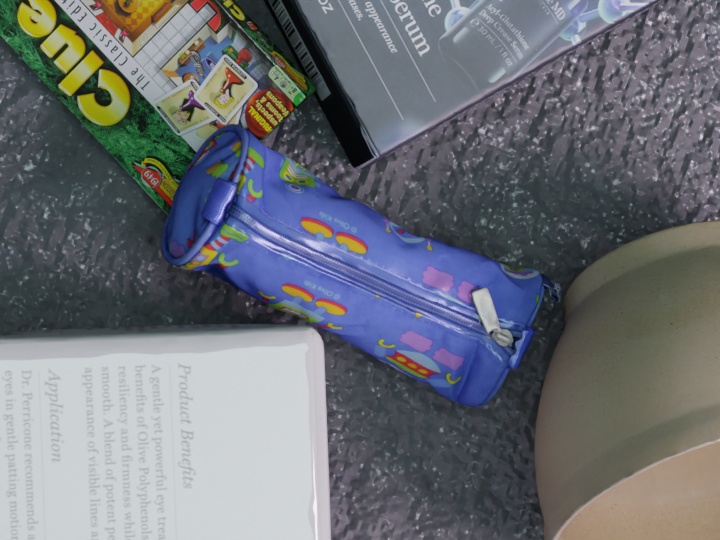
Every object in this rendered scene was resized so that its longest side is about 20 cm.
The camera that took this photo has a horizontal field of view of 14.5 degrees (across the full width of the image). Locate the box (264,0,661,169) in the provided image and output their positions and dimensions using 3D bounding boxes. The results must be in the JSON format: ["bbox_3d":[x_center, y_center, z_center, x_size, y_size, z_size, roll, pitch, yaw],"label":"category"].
[{"bbox_3d":[0.052,-0.164,1.441,0.199,0.107,0.149,-30,92,-6],"label":"box"}]

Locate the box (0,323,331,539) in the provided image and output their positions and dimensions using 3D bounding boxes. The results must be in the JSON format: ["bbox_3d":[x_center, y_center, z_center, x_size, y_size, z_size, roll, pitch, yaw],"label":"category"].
[{"bbox_3d":[-0.103,0.127,1.374,0.170,0.200,0.201,-2,90,-4],"label":"box"}]

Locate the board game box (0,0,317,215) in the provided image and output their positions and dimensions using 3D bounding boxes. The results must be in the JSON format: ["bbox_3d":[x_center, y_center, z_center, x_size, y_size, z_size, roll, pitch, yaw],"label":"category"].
[{"bbox_3d":[-0.126,-0.131,1.442,0.200,0.023,0.105,46,117,-3],"label":"board game box"}]

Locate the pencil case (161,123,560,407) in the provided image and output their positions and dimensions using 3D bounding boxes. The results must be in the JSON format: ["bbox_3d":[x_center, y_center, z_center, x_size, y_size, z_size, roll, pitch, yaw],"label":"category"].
[{"bbox_3d":[0.000,0.000,1.425,0.199,0.087,0.078,26,85,-17],"label":"pencil case"}]

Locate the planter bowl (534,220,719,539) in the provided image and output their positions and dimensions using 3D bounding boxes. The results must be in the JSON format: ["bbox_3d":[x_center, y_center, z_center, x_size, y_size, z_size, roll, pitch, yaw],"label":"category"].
[{"bbox_3d":[0.173,0.060,1.422,0.199,0.201,0.136,-12,63,-6],"label":"planter bowl"}]
